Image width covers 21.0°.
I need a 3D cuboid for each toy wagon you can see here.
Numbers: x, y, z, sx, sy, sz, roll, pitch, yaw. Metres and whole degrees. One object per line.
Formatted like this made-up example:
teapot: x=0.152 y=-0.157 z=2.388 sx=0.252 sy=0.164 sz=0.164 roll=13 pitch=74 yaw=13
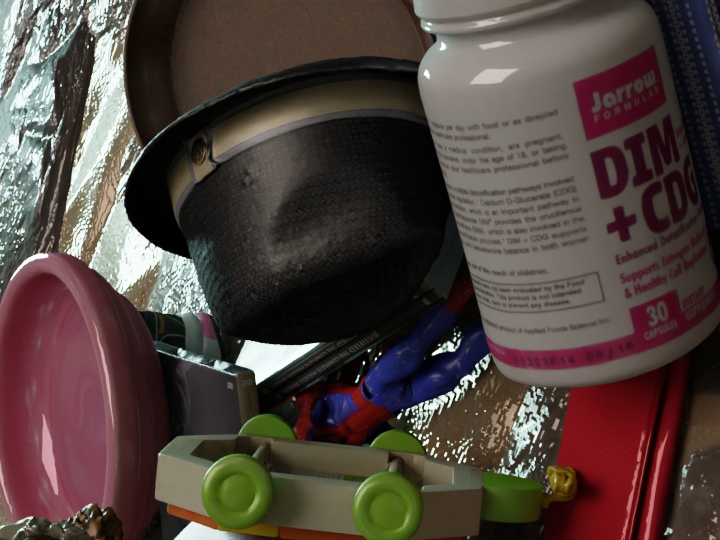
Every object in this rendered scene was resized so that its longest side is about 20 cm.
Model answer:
toy wagon: x=0.004 y=0.104 z=0.930 sx=0.155 sy=0.198 sz=0.040 roll=-49 pitch=-35 yaw=-86

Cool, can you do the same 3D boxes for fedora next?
fedora: x=-0.019 y=-0.021 z=0.962 sx=0.200 sy=0.199 sz=0.092 roll=-34 pitch=58 yaw=43

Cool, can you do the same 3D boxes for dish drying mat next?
dish drying mat: x=0.115 y=0.118 z=0.930 sx=0.077 sy=0.018 sz=0.202 roll=-3 pitch=73 yaw=56

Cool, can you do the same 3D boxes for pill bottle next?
pill bottle: x=0.090 y=-0.059 z=0.880 sx=0.113 sy=0.113 sz=0.202 roll=11 pitch=123 yaw=56

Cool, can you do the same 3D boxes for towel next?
towel: x=0.114 y=-0.086 z=0.953 sx=0.199 sy=0.024 sz=0.146 roll=1 pitch=115 yaw=55

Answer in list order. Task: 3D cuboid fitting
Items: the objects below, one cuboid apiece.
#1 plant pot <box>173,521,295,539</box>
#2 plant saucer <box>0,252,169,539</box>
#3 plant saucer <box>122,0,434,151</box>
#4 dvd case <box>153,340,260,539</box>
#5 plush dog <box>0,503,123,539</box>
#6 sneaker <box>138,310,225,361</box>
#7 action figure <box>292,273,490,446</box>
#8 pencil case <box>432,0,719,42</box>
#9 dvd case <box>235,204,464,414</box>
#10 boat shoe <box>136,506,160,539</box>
plant pot: x=-0.033 y=0.225 z=0.934 sx=0.199 sy=0.199 sz=0.178 roll=11 pitch=75 yaw=63
plant saucer: x=-0.169 y=0.090 z=1.176 sx=0.200 sy=0.050 sz=0.203 roll=9 pitch=101 yaw=59
plant saucer: x=-0.039 y=-0.102 z=1.074 sx=0.198 sy=0.034 sz=0.202 roll=9 pitch=111 yaw=23
dvd case: x=-0.085 y=0.148 z=1.120 sx=0.148 sy=0.016 sz=0.202 roll=10 pitch=109 yaw=62
plush dog: x=-0.191 y=0.188 z=0.928 sx=0.198 sy=0.162 sz=0.172 roll=-15 pitch=18 yaw=9
sneaker: x=-0.179 y=0.083 z=1.310 sx=0.200 sy=0.086 sz=0.081 roll=-48 pitch=38 yaw=32
action figure: x=0.019 y=0.079 z=1.039 sx=0.200 sy=0.065 sz=0.100 roll=-36 pitch=34 yaw=41
pencil case: x=0.098 y=-0.147 z=1.025 sx=0.199 sy=0.086 sz=0.084 roll=0 pitch=105 yaw=56
dvd case: x=0.000 y=0.000 z=1.099 sx=0.199 sy=0.022 sz=0.147 roll=-32 pitch=25 yaw=44
boat shoe: x=-0.151 y=0.141 z=1.262 sx=0.200 sy=0.075 sz=0.072 roll=-55 pitch=40 yaw=39
